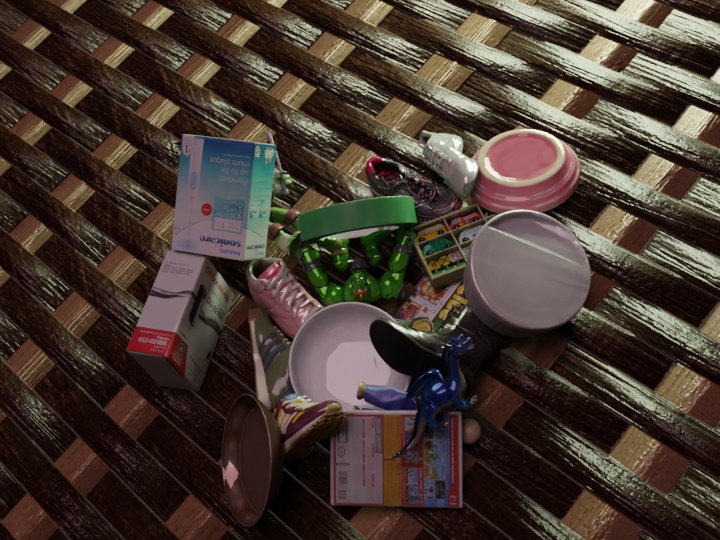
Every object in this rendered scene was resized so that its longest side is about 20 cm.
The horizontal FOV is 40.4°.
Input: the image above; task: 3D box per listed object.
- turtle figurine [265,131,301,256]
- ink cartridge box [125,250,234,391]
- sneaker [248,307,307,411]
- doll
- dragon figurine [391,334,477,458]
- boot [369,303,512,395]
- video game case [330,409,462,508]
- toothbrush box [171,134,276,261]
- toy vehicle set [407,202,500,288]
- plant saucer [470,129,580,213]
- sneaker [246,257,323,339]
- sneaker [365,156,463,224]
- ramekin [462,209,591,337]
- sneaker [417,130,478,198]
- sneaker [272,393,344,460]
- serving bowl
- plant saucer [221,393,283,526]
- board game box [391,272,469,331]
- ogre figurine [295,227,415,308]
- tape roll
[{"bbox_3d":[-0.170,-0.129,1.772,0.193,0.144,0.201,31,102,17],"label":"turtle figurine"},{"bbox_3d":[-0.307,0.087,1.694,0.083,0.144,0.201,6,61,20],"label":"ink cartridge box"},{"bbox_3d":[-0.134,0.147,1.653,0.089,0.067,0.201,-12,55,1],"label":"sneaker"},{"bbox_3d":[0.089,0.223,1.505,0.199,0.048,0.137,15,78,7],"label":"doll"},{"bbox_3d":[0.103,0.180,1.427,0.200,0.059,0.100,-42,86,9],"label":"dragon figurine"},{"bbox_3d":[0.127,0.104,1.538,0.199,0.069,0.174,31,38,8],"label":"boot"},{"bbox_3d":[0.054,0.282,1.471,0.199,0.017,0.144,0,87,7],"label":"video game case"},{"bbox_3d":[-0.234,-0.125,1.676,0.146,0.085,0.201,10,98,21],"label":"toothbrush box"},{"bbox_3d":[0.192,-0.054,1.668,0.199,0.027,0.125,-21,50,-5],"label":"toy vehicle set"},{"bbox_3d":[0.281,-0.180,1.704,0.199,0.051,0.201,-7,45,7],"label":"plant saucer"},{"bbox_3d":[-0.125,0.048,1.681,0.200,0.105,0.075,33,63,32],"label":"sneaker"},{"bbox_3d":[0.090,-0.142,1.751,0.199,0.075,0.081,22,67,28],"label":"sneaker"},{"bbox_3d":[0.255,0.013,1.548,0.201,0.094,0.203,4,67,-10],"label":"ramekin"},{"bbox_3d":[0.150,-0.187,1.722,0.080,0.071,0.200,14,25,-20],"label":"sneaker"},{"bbox_3d":[-0.092,0.222,1.485,0.075,0.200,0.090,-4,64,-33],"label":"sneaker"},{"bbox_3d":[-0.014,0.155,1.586,0.199,0.066,0.201,-1,76,4],"label":"serving bowl"},{"bbox_3d":[-0.165,0.292,1.518,0.034,0.201,0.201,3,49,-28],"label":"plant saucer"},{"bbox_3d":[0.138,0.047,1.648,0.105,0.023,0.200,29,71,29],"label":"board game box"},{"bbox_3d":[0.000,0.000,1.659,0.199,0.098,0.121,-8,81,-15],"label":"ogre figurine"},{"bbox_3d":[-0.005,-0.085,1.673,0.199,0.200,0.048,-9,87,13],"label":"tape roll"}]
